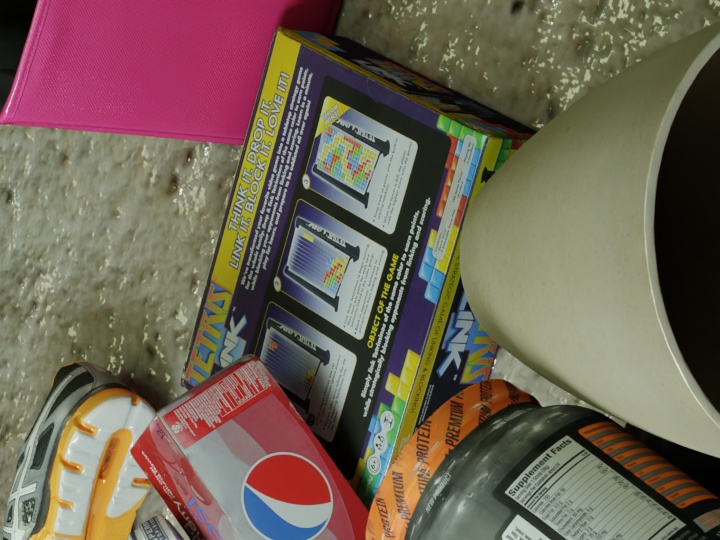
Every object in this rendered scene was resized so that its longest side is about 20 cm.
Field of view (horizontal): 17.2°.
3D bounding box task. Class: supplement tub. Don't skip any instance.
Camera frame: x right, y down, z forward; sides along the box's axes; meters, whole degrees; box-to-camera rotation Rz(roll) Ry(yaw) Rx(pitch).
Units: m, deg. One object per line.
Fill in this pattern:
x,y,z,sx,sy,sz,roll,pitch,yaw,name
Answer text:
0.105,0.138,0.967,0.200,0.122,0.123,37,114,29,supplement tub

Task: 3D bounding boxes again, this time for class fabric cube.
-0.134,-0.188,1.232,0.200,0.199,0.197,32,110,42,fabric cube

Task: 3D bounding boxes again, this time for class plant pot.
0.132,-0.008,0.987,0.200,0.187,0.188,-6,84,59,plant pot

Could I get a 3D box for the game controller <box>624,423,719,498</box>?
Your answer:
0.184,0.114,1.018,0.200,0.042,0.105,11,82,45,game controller

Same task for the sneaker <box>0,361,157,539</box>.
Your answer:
-0.170,0.143,1.354,0.077,0.078,0.200,49,119,51,sneaker

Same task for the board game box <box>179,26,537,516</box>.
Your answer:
0.000,0.000,1.191,0.165,0.057,0.201,32,111,44,board game box

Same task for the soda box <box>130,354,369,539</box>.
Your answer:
-0.026,0.143,1.148,0.200,0.063,0.070,55,155,7,soda box

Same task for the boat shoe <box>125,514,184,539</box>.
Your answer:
-0.071,0.212,1.181,0.200,0.065,0.074,57,175,-18,boat shoe
